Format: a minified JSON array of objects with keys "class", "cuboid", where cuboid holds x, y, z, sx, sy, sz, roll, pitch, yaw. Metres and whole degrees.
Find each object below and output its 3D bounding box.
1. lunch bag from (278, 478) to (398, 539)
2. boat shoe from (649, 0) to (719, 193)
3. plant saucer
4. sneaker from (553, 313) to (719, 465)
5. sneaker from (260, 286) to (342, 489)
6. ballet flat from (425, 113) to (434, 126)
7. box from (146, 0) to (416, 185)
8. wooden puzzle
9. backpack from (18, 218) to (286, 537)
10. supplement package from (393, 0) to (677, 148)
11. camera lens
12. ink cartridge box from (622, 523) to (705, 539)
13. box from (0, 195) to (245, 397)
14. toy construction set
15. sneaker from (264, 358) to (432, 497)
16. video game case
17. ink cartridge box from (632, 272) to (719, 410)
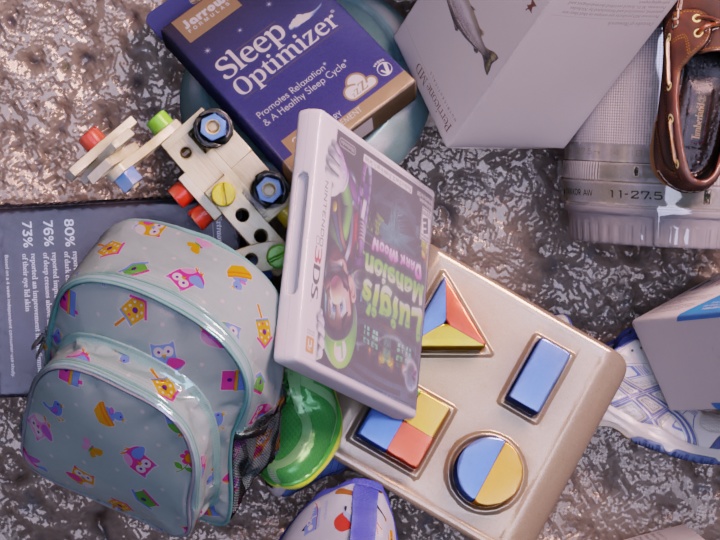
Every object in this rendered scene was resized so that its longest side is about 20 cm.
[{"class":"lunch bag","cuboid":[-0.030,0.280,1.552,0.123,0.170,0.200,20,121,-9]},{"class":"boat shoe","cuboid":[0.253,-0.156,1.475,0.070,0.070,0.201,4,92,-4]},{"class":"plant saucer","cuboid":[-0.044,-0.145,1.581,0.199,0.027,0.201,-2,67,4]},{"class":"sneaker","cuboid":[0.229,0.095,1.647,0.199,0.075,0.088,18,91,-7]},{"class":"sneaker","cuboid":[-0.051,0.067,1.545,0.074,0.084,0.201,-3,66,29]},{"class":"ballet flat","cuboid":[-0.003,-0.127,1.615,0.199,0.072,0.072,-24,96,-3]},{"class":"box","cuboid":[-0.066,-0.169,1.561,0.121,0.032,0.200,-38,67,-12]},{"class":"wooden puzzle","cuboid":[0.087,0.100,1.580,0.200,0.046,0.186,31,80,-3]},{"class":"backpack","cuboid":[-0.143,0.073,1.424,0.175,0.153,0.201,24,125,13]},{"class":"supplement package","cuboid":[0.132,-0.195,1.501,0.117,0.200,0.117,-3,54,-34]},{"class":"camera lens","cuboid":[0.240,-0.121,1.591,0.159,0.160,0.201,2,94,-6]},{"class":"ink cartridge box","cuboid":[0.198,0.306,1.653,0.199,0.084,0.146,-15,95,-5]},{"class":"box","cuboid":[-0.187,0.017,1.586,0.199,0.104,0.149,-2,93,-6]},{"class":"toy construction set","cuboid":[-0.121,-0.043,1.498,0.131,0.092,0.200,-42,107,-2]},{"class":"sneaker","cuboid":[0.015,0.128,1.627,0.200,0.076,0.077,-32,92,-1]},{"class":"video game case","cuboid":[0.000,0.000,1.483,0.023,0.200,0.183,-1,74,26]},{"class":"ink cartridge box","cuboid":[0.338,0.029,1.590,0.199,0.146,0.085,-26,95,-22]}]
